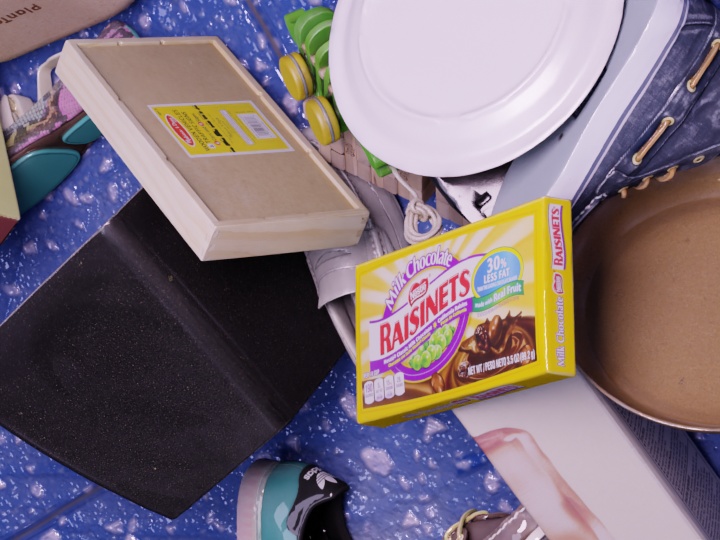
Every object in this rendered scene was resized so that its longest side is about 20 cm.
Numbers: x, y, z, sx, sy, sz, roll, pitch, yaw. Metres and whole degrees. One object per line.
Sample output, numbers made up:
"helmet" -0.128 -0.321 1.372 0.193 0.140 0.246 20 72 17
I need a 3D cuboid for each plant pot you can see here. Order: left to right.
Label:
"plant pot" -0.120 0.041 1.649 0.177 0.200 0.200 45 124 -4
"plant pot" 0.214 0.017 1.449 0.199 0.201 0.028 20 148 24

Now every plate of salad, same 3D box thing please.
"plate of salad" 0.071 -0.147 1.469 0.199 0.048 0.201 -12 66 27

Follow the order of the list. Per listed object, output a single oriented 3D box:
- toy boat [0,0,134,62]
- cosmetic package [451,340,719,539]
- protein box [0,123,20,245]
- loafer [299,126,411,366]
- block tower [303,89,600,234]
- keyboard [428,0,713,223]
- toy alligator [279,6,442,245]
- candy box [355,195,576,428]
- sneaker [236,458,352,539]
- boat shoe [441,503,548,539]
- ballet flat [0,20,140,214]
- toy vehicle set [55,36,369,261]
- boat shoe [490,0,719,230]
"toy boat" -0.231 -0.232 1.668 0.199 0.130 0.132 -18 65 30
"cosmetic package" 0.146 0.115 1.523 0.087 0.103 0.200 -30 104 22
"protein box" -0.363 -0.087 1.689 0.135 0.198 0.201 -48 43 33
"loafer" 0.000 0.000 1.625 0.070 0.070 0.201 -28 91 35
"block tower" 0.061 -0.068 1.563 0.199 0.054 0.058 28 150 19
"keyboard" 0.139 -0.094 1.498 0.200 0.040 0.104 -38 84 6
"toy alligator" 0.000 -0.103 1.524 0.201 0.059 0.054 59 167 31
"candy box" 0.058 0.027 1.446 0.200 0.026 0.103 -21 64 55
"sneaker" -0.037 0.233 1.728 0.079 0.071 0.201 6 108 34
"boat shoe" 0.075 0.195 1.626 0.060 0.072 0.200 52 148 14
"ballet flat" -0.216 -0.107 1.728 0.200 0.069 0.071 -37 68 31
"toy vehicle set" -0.096 -0.083 1.580 0.200 0.124 0.027 50 130 36
"boat shoe" 0.157 -0.070 1.440 0.090 0.071 0.201 24 112 -21
